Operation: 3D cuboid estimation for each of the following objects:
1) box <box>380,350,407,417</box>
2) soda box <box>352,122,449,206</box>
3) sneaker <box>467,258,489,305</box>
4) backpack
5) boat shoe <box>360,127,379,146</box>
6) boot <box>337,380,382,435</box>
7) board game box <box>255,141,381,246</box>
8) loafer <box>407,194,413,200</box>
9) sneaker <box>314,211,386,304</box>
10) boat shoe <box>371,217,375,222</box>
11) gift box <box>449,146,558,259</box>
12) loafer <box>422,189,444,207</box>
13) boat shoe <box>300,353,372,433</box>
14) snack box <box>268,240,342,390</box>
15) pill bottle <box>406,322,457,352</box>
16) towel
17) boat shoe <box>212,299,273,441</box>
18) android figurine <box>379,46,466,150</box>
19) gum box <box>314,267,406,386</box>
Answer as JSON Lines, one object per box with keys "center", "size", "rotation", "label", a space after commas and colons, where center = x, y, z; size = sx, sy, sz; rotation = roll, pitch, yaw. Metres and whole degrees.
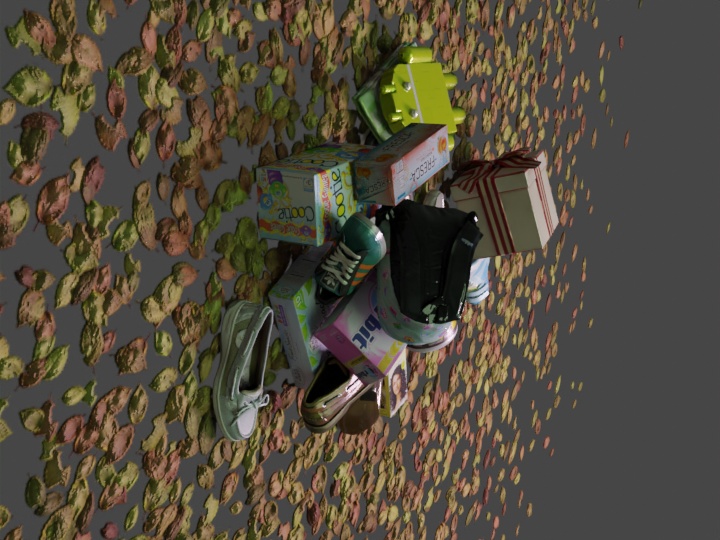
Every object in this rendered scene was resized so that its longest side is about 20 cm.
{"center": [0.047, 0.163, 1.691], "size": [0.075, 0.050, 0.203], "rotation": [-40, 132, -51], "label": "box"}
{"center": [0.064, -0.162, 1.383], "size": [0.200, 0.068, 0.064], "rotation": [-40, 131, -51], "label": "soda box"}
{"center": [0.223, 0.025, 1.935], "size": [0.199, 0.079, 0.132], "rotation": [-31, 124, -53], "label": "sneaker"}
{"center": [0.093, 0.007, 1.368], "size": [0.127, 0.164, 0.202], "rotation": [111, -17, -61], "label": "backpack"}
{"center": [0.063, -0.211, 1.582], "size": [0.199, 0.067, 0.073], "rotation": [-12, 112, -58], "label": "boat shoe"}
{"center": [0.005, 0.178, 1.595], "size": [0.201, 0.069, 0.148], "rotation": [116, -19, -52], "label": "boot"}
{"center": [-0.054, -0.118, 1.359], "size": [0.200, 0.104, 0.104], "rotation": [-32, 126, -55], "label": "board game box"}
{"center": [0.061, -0.089, 1.595], "size": [0.201, 0.074, 0.070], "rotation": [59, 27, -51], "label": "loafer"}
{"center": [-0.020, -0.007, 1.316], "size": [0.080, 0.071, 0.200], "rotation": [-47, 170, -26], "label": "sneaker"}
{"center": [0.000, 0.000, 1.524], "size": [0.068, 0.074, 0.203], "rotation": [4, 77, -40], "label": "boat shoe"}
{"center": [0.295, -0.141, 1.858], "size": [0.200, 0.182, 0.189], "rotation": [-46, 122, -63], "label": "gift box"}
{"center": [0.153, -0.057, 1.788], "size": [0.070, 0.069, 0.203], "rotation": [-34, 128, -52], "label": "loafer"}
{"center": [-0.023, 0.161, 1.435], "size": [0.201, 0.071, 0.069], "rotation": [-55, 147, -36], "label": "boat shoe"}
{"center": [-0.069, 0.071, 1.447], "size": [0.143, 0.052, 0.202], "rotation": [-51, 142, -38], "label": "snack box"}
{"center": [0.098, 0.034, 1.591], "size": [0.109, 0.108, 0.202], "rotation": [-49, 132, -43], "label": "pill bottle"}
{"center": [0.076, -0.282, 1.557], "size": [0.150, 0.030, 0.201], "rotation": [53, 47, -19], "label": "towel"}
{"center": [-0.160, 0.145, 1.295], "size": [0.074, 0.064, 0.205], "rotation": [-6, 104, -60], "label": "boat shoe"}
{"center": [0.102, -0.284, 1.542], "size": [0.199, 0.041, 0.185], "rotation": [-13, 90, -47], "label": "android figurine"}
{"center": [0.032, 0.063, 1.430], "size": [0.113, 0.066, 0.201], "rotation": [44, 55, -9], "label": "gum box"}
